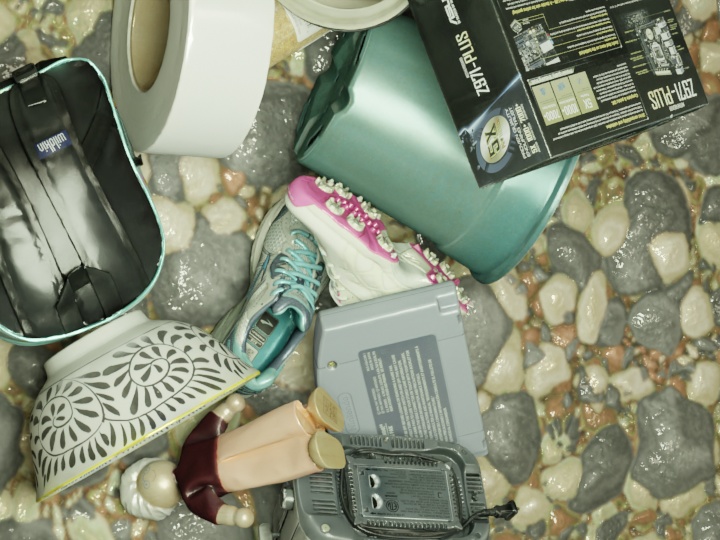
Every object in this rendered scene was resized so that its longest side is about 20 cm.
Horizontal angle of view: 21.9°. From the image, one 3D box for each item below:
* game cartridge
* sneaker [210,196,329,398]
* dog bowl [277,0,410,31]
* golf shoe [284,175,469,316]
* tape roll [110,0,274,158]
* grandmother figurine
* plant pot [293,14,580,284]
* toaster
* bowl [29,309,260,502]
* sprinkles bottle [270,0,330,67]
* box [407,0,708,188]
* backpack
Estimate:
[{"bbox_3d":[0.030,0.099,1.566,0.133,0.042,0.200,-10,132,3],"label":"game cartridge"},{"bbox_3d":[-0.058,0.020,1.566,0.078,0.086,0.200,28,78,-22],"label":"sneaker"},{"bbox_3d":[-0.002,-0.296,1.485,0.074,0.200,0.200,-30,103,-51],"label":"dog bowl"},{"bbox_3d":[0.000,0.000,1.538,0.092,0.075,0.200,-41,121,18],"label":"golf shoe"},{"bbox_3d":[-0.136,-0.191,1.471,0.071,0.202,0.203,3,88,-24],"label":"tape roll"},{"bbox_3d":[-0.109,0.153,1.506,0.061,0.200,0.121,49,29,-36],"label":"grandmother figurine"},{"bbox_3d":[0.062,-0.119,1.574,0.196,0.200,0.200,26,79,-14],"label":"plant pot"},{"bbox_3d":[0.018,0.212,1.559,0.200,0.129,0.114,4,56,-19],"label":"toaster"},{"bbox_3d":[-0.188,0.093,1.459,0.201,0.201,0.094,-30,87,-22],"label":"bowl"},{"bbox_3d":[-0.034,-0.239,1.589,0.200,0.068,0.068,-35,103,-20],"label":"sprinkles bottle"},{"bbox_3d":[0.156,-0.172,1.452,0.200,0.086,0.164,-21,89,-41],"label":"box"},{"bbox_3d":[-0.250,-0.041,1.442,0.176,0.153,0.200,-27,87,-21],"label":"backpack"}]
